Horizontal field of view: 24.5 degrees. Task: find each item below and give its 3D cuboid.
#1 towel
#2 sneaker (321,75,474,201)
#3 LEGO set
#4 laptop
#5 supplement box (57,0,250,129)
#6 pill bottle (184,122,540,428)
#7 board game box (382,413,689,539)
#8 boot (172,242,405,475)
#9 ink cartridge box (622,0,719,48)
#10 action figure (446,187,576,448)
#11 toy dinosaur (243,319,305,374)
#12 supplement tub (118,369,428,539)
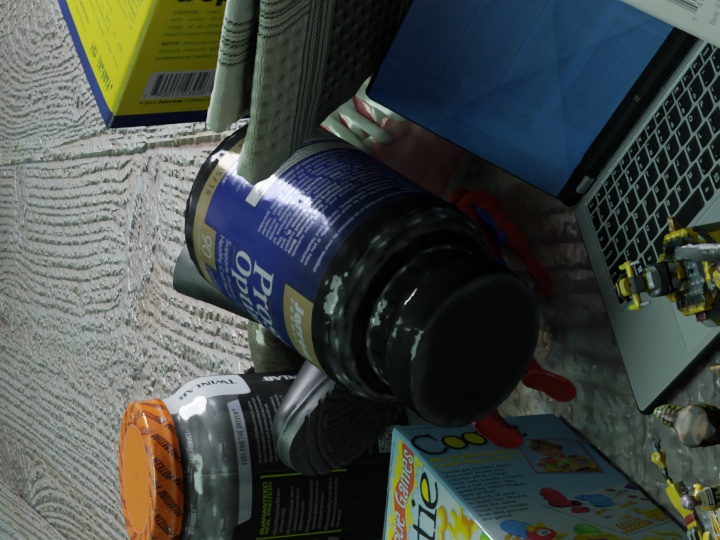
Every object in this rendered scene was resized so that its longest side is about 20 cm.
[{"bbox_3d":[-0.007,-0.163,0.818,0.034,0.193,0.201,26,136,17],"label":"towel"},{"bbox_3d":[0.024,-0.102,0.986,0.076,0.104,0.201,58,146,32],"label":"sneaker"},{"bbox_3d":[0.151,0.059,0.651,0.153,0.115,0.202,-6,94,66],"label":"LEGO set"},{"bbox_3d":[0.103,-0.058,0.790,0.188,0.115,0.202,120,142,-54],"label":"laptop"},{"bbox_3d":[-0.089,-0.189,0.949,0.110,0.108,0.201,65,146,27],"label":"supplement box"},{"bbox_3d":[0.000,0.000,0.885,0.200,0.111,0.113,34,125,45],"label":"pill bottle"},{"bbox_3d":[0.094,0.164,0.846,0.200,0.104,0.104,-136,48,-61],"label":"board game box"},{"bbox_3d":[-0.051,0.030,1.047,0.199,0.164,0.066,28,143,35],"label":"boot"},{"bbox_3d":[0.109,-0.180,0.667,0.067,0.199,0.118,-50,-15,-48],"label":"ink cartridge box"},{"bbox_3d":[0.074,0.015,0.943,0.066,0.051,0.201,-48,32,26],"label":"action figure"},{"bbox_3d":[-0.042,0.047,1.180,0.077,0.101,0.202,-129,41,-55],"label":"toy dinosaur"},{"bbox_3d":[-0.051,0.127,1.079,0.122,0.198,0.124,178,90,-68],"label":"supplement tub"}]
